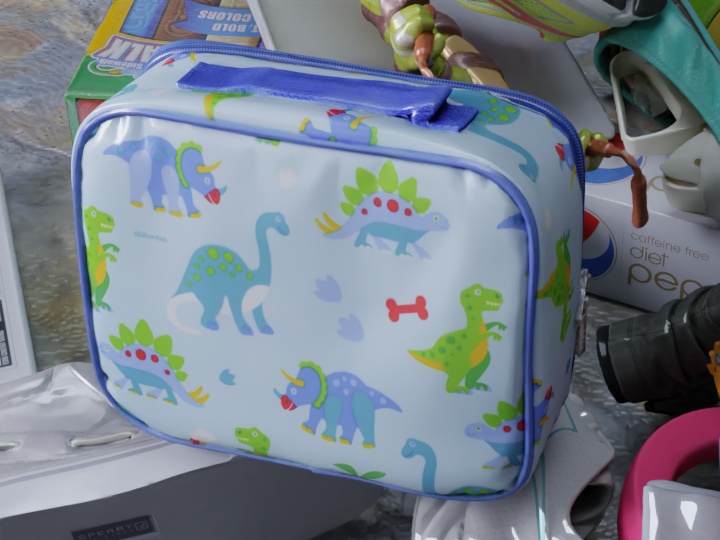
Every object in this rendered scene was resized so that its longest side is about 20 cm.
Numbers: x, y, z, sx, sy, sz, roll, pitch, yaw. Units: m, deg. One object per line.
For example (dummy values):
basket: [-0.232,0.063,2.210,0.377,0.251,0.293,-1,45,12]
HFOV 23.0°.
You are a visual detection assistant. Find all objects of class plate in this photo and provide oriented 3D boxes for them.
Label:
plate: [0.013,-0.137,0.902,0.198,0.032,0.201,4,46,-34]

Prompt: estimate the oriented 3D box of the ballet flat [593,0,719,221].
ballet flat: [0.168,-0.064,0.857,0.070,0.068,0.201,-31,41,3]

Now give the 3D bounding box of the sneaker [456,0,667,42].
sneaker: [0.053,-0.168,0.869,0.199,0.090,0.079,32,63,-20]

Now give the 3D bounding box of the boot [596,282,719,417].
boot: [0.201,0.031,0.805,0.130,0.199,0.068,-27,60,36]

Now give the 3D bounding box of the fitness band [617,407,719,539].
fitness band: [0.200,0.122,0.710,0.198,0.038,0.144,26,46,13]

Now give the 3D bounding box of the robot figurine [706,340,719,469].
robot figurine: [0.199,0.105,0.624,0.143,0.058,0.202,-5,57,-11]

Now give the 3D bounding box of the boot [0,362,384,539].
boot: [-0.093,0.075,0.781,0.197,0.074,0.096,-8,45,-5]

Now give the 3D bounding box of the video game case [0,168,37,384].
video game case: [-0.265,0.018,0.908,0.180,0.023,0.201,-11,40,-10]

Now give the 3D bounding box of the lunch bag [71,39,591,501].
lunch bag: [-0.011,-0.004,0.692,0.198,0.162,0.083,9,32,20]

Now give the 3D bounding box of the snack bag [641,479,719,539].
snack bag: [0.192,0.172,0.626,0.197,0.021,0.190,10,57,1]

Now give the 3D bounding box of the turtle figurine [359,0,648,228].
turtle figurine: [0.048,-0.081,0.790,0.064,0.199,0.162,-44,56,18]

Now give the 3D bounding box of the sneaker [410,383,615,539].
sneaker: [0.072,0.079,0.768,0.079,0.071,0.201,0,40,11]

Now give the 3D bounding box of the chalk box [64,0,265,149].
chalk box: [-0.076,-0.068,0.920,0.122,0.126,0.201,4,38,9]

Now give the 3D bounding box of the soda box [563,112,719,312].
soda box: [0.150,-0.025,0.900,0.198,0.064,0.068,17,42,24]

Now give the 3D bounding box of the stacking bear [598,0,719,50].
stacking bear: [0.224,-0.111,0.953,0.120,0.115,0.201,-13,37,-13]
